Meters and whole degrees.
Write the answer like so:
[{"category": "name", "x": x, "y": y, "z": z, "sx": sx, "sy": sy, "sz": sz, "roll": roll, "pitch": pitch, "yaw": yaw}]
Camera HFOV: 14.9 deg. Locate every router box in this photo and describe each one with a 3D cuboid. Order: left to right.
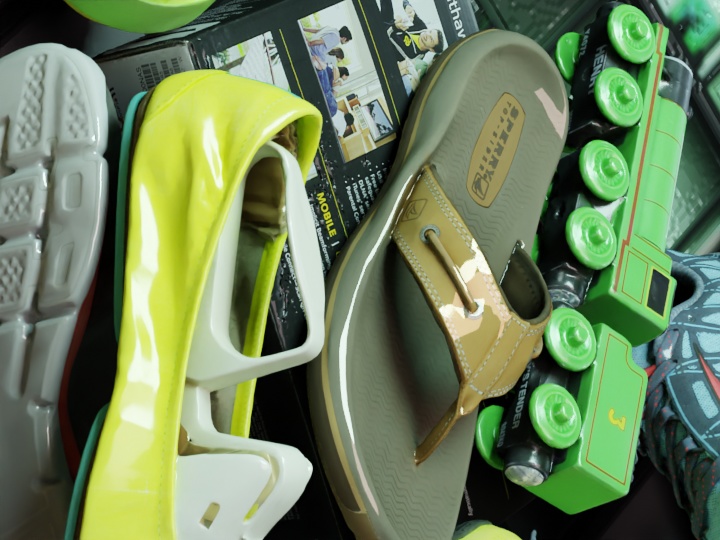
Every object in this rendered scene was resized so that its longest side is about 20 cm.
[{"category": "router box", "x": 0.000, "y": 0.000, "z": 0.943, "sx": 0.149, "sy": 0.051, "sz": 0.200, "roll": -28, "pitch": 105, "yaw": -47}]

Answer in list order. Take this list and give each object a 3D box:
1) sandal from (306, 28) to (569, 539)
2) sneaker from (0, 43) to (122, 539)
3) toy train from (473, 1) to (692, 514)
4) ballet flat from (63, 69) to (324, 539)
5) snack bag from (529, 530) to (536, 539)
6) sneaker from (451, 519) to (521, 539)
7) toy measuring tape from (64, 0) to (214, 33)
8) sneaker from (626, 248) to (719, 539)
[{"category": "sandal", "x": 0.036, "y": 0.003, "z": 0.901, "sx": 0.080, "sy": 0.054, "sz": 0.200, "roll": 44, "pitch": 54, "yaw": -37}, {"category": "sneaker", "x": -0.095, "y": 0.030, "z": 0.875, "sx": 0.082, "sy": 0.077, "sz": 0.200, "roll": 3, "pitch": 90, "yaw": -60}, {"category": "toy train", "x": 0.084, "y": -0.007, "z": 0.964, "sx": 0.056, "sy": 0.042, "sz": 0.200, "roll": 32, "pitch": 55, "yaw": -27}, {"category": "ballet flat", "x": -0.045, "y": 0.037, "z": 0.817, "sx": 0.067, "sy": 0.067, "sz": 0.200, "roll": 32, "pitch": 63, "yaw": -68}, {"category": "snack bag", "x": 0.017, "y": 0.181, "z": 0.939, "sx": 0.188, "sy": 0.021, "sz": 0.200, "roll": 8, "pitch": 59, "yaw": -38}, {"category": "sneaker", "x": 0.080, "y": 0.172, "z": 0.900, "sx": 0.078, "sy": 0.090, "sz": 0.200, "roll": -18, "pitch": 85, "yaw": -49}, {"category": "toy measuring tape", "x": -0.037, "y": -0.120, "z": 0.888, "sx": 0.200, "sy": 0.074, "sz": 0.074, "roll": -17, "pitch": 98, "yaw": -30}, {"category": "sneaker", "x": 0.121, "y": 0.061, "z": 0.986, "sx": 0.095, "sy": 0.079, "sz": 0.200, "roll": 21, "pitch": 30, "yaw": -8}]
